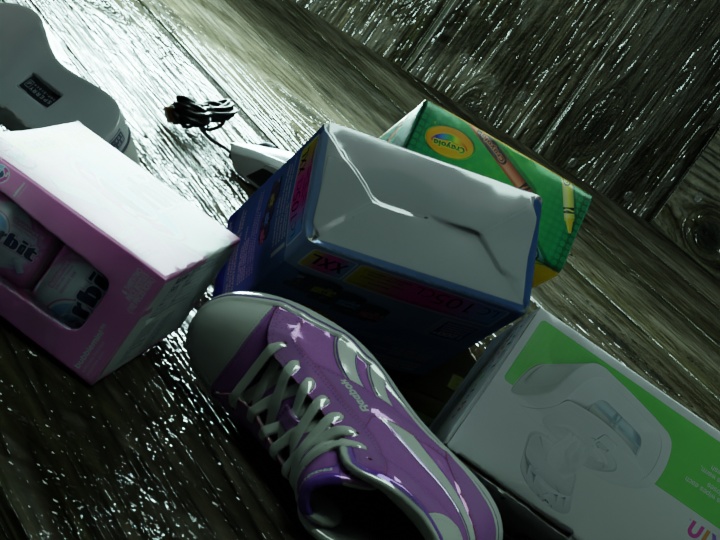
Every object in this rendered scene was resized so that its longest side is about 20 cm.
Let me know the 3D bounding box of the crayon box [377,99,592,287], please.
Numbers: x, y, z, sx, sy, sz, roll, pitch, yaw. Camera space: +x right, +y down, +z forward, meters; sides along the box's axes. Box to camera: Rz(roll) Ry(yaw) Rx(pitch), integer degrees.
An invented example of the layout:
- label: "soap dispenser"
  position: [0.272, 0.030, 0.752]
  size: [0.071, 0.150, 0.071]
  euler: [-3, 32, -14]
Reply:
- label: "crayon box"
  position: [0.045, -0.028, 1.354]
  size: [0.119, 0.058, 0.200]
  euler: [29, -21, -11]

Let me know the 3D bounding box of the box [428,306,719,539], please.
- label: "box"
  position: [0.138, 0.123, 1.192]
  size: [0.200, 0.097, 0.176]
  euler: [35, -10, 1]

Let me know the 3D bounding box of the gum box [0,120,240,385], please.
- label: "gum box"
  position: [-0.142, -0.014, 1.106]
  size: [0.113, 0.066, 0.200]
  euler: [36, 10, 2]

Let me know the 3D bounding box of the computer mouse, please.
- label: "computer mouse"
  position: [-0.070, -0.088, 1.803]
  size: [0.200, 0.044, 0.110]
  euler: [38, 9, 16]

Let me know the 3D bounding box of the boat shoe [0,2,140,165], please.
- label: "boat shoe"
  position: [-0.200, -0.105, 1.406]
  size: [0.200, 0.071, 0.070]
  euler: [38, -18, 42]

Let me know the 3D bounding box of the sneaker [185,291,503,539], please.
- label: "sneaker"
  position: [-0.021, 0.078, 1.067]
  size: [0.200, 0.073, 0.114]
  euler: [38, 13, 18]

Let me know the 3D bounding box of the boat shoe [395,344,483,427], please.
- label: "boat shoe"
  position: [0.052, 0.076, 1.384]
  size: [0.200, 0.072, 0.076]
  euler: [34, -18, 14]

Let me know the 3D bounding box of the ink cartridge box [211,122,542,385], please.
- label: "ink cartridge box"
  position: [0.000, 0.000, 1.248]
  size: [0.136, 0.076, 0.200]
  euler: [18, -21, -16]
